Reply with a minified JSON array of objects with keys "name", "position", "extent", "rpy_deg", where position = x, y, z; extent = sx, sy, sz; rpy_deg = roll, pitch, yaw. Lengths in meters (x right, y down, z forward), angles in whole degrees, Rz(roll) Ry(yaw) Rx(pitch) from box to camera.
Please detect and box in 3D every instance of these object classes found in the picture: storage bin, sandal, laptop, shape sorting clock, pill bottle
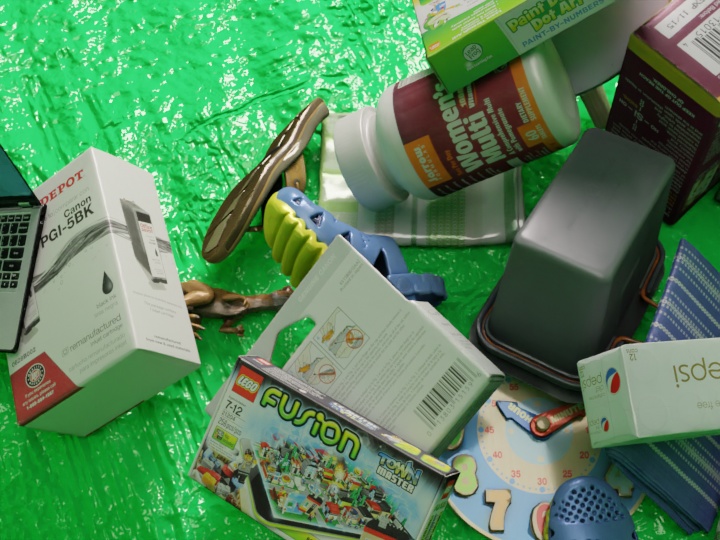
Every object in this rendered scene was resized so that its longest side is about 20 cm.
[{"name":"storage bin","position":[0.194,-0.011,0.878],"extent":[0.145,0.135,0.200],"rpy_deg":[25,54,18]},{"name":"sandal","position":[-0.077,-0.080,0.985],"extent":[0.054,0.080,0.201],"rpy_deg":[42,58,-15]},{"name":"laptop","position":[-0.376,-0.042,0.901],"extent":[0.186,0.116,0.202],"rpy_deg":[0,76,35]},{"name":"shape sorting clock","position":[0.151,0.135,0.888],"extent":[0.198,0.039,0.202],"rpy_deg":[-1,64,3]},{"name":"sandal","position":[0.187,0.253,0.792],"extent":[0.079,0.087,0.202],"rpy_deg":[-8,70,-1]},{"name":"sandal","position":[0.000,0.000,0.923],"extent":[0.200,0.079,0.087],"rpy_deg":[45,63,-5]},{"name":"pill bottle","position":[0.082,-0.127,0.921],"extent":[0.199,0.109,0.111],"rpy_deg":[-21,61,24]}]

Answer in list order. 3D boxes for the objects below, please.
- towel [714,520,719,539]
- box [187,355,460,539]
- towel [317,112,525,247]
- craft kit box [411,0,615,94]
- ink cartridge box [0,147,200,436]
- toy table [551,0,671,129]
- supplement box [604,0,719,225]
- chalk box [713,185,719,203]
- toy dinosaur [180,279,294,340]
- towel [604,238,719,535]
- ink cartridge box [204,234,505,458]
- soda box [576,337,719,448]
[{"name":"towel","position":[0.377,0.165,0.854],"extent":[0.148,0.031,0.201],"rpy_deg":[22,66,4]},{"name":"box","position":[-0.032,0.159,0.826],"extent":[0.199,0.035,0.111],"rpy_deg":[26,97,23]},{"name":"towel","position":[0.058,-0.093,1.011],"extent":[0.198,0.031,0.151],"rpy_deg":[0,63,4]},{"name":"craft kit box","position":[0.137,-0.259,0.887],"extent":[0.199,0.049,0.198],"rpy_deg":[-27,34,16]},{"name":"ink cartridge box","position":[-0.236,0.019,0.912],"extent":[0.146,0.083,0.201],"rpy_deg":[-31,62,22]},{"name":"toy table","position":[0.194,-0.222,0.983],"extent":[0.198,0.117,0.186],"rpy_deg":[-8,94,23]},{"name":"supplement box","position":[0.301,-0.154,0.931],"extent":[0.131,0.200,0.103],"rpy_deg":[-39,68,-16]},{"name":"chalk box","position":[0.439,-0.067,0.925],"extent":[0.124,0.124,0.200],"rpy_deg":[-38,68,-16]},{"name":"toy dinosaur","position":[-0.158,0.027,0.960],"extent":[0.198,0.061,0.107],"rpy_deg":[15,37,6]},{"name":"towel","position":[0.269,0.097,0.862],"extent":[0.024,0.145,0.201],"rpy_deg":[-6,50,52]},{"name":"ink cartridge box","position":[-0.010,0.102,0.862],"extent":[0.174,0.043,0.200],"rpy_deg":[44,103,22]},{"name":"soda box","position":[0.267,0.088,0.792],"extent":[0.198,0.064,0.069],"rpy_deg":[-2,76,-20]}]
